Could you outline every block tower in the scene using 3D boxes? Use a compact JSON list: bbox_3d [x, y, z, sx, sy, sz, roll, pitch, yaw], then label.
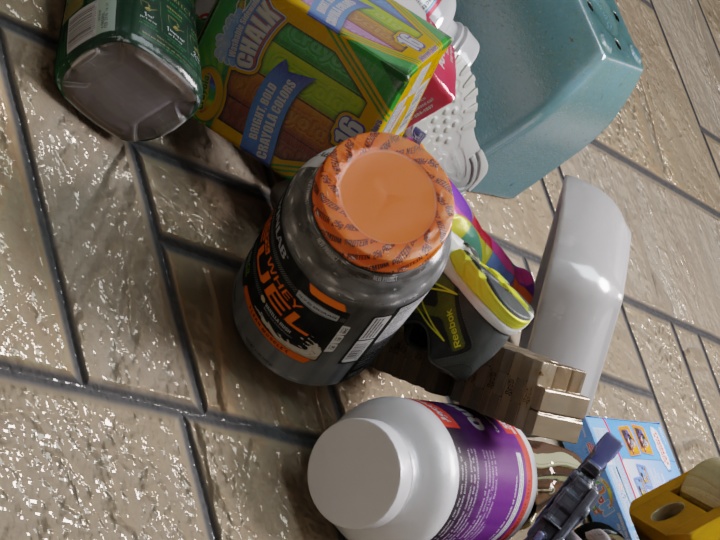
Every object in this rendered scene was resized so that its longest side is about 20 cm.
[{"bbox_3d":[0.086,0.075,1.549,0.058,0.199,0.055,15,93,-43],"label":"block tower"}]

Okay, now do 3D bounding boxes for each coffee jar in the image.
[{"bbox_3d":[-0.167,-0.197,1.478,0.104,0.085,0.201,38,34,-38],"label":"coffee jar"}]

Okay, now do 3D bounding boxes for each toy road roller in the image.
[{"bbox_3d":[0.285,0.269,1.770,0.147,0.199,0.123,64,-11,-14],"label":"toy road roller"}]

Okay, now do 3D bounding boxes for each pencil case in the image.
[{"bbox_3d":[0.071,-0.031,1.786,0.200,0.088,0.089,51,26,-26],"label":"pencil case"}]

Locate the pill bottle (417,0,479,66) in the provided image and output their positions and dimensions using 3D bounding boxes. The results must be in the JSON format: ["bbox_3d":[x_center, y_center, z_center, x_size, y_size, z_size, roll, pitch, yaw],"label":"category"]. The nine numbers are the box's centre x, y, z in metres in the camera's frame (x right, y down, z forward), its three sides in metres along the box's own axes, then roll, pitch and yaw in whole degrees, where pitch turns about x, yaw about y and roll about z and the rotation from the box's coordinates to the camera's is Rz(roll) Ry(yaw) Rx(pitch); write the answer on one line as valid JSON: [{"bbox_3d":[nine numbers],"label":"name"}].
[{"bbox_3d":[0.017,-0.253,1.861,0.200,0.108,0.109,48,27,-21],"label":"pill bottle"}]

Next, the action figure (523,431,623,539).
[{"bbox_3d":[0.169,0.233,1.572,0.104,0.201,0.193,38,3,20],"label":"action figure"}]

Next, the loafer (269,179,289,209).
[{"bbox_3d":[0.000,0.000,1.634,0.200,0.072,0.063,52,-15,-25],"label":"loafer"}]

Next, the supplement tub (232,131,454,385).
[{"bbox_3d":[-0.011,-0.009,1.428,0.121,0.200,0.124,8,63,-15],"label":"supplement tub"}]

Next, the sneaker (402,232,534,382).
[{"bbox_3d":[0.049,0.011,1.523,0.074,0.085,0.200,37,6,-32],"label":"sneaker"}]

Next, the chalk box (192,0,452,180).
[{"bbox_3d":[-0.055,-0.162,1.532,0.199,0.125,0.124,31,27,6],"label":"chalk box"}]

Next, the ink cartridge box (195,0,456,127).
[{"bbox_3d":[-0.036,-0.195,1.664,0.200,0.144,0.085,48,26,-29],"label":"ink cartridge box"}]

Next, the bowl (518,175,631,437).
[{"bbox_3d":[0.186,0.037,1.808,0.074,0.201,0.200,15,30,4],"label":"bowl"}]

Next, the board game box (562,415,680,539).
[{"bbox_3d":[0.269,0.219,1.974,0.199,0.036,0.152,11,56,-60],"label":"board game box"}]

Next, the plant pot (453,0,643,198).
[{"bbox_3d":[0.157,-0.208,1.997,0.196,0.199,0.197,4,60,-63],"label":"plant pot"}]

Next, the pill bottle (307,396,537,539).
[{"bbox_3d":[0.044,0.151,1.503,0.200,0.112,0.113,13,53,-60],"label":"pill bottle"}]

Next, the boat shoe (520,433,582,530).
[{"bbox_3d":[0.127,0.180,1.712,0.202,0.074,0.076,25,67,-55],"label":"boat shoe"}]

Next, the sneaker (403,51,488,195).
[{"bbox_3d":[0.058,-0.139,1.823,0.081,0.076,0.201,49,-17,31],"label":"sneaker"}]
